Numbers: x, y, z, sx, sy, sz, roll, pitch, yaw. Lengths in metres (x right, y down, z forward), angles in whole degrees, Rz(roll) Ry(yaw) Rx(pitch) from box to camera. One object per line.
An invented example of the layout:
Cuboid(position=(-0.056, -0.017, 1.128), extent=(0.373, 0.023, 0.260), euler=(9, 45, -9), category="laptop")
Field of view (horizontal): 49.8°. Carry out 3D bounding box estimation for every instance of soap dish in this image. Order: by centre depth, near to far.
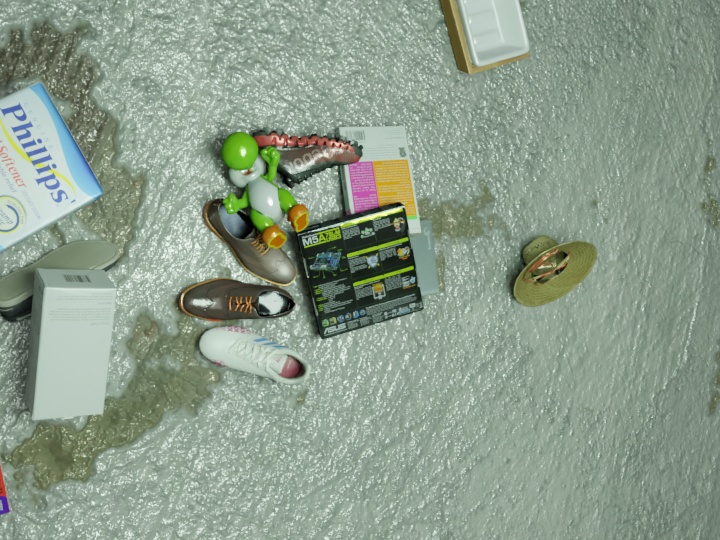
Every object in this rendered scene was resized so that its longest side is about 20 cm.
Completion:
Cuboid(position=(0.236, -0.495, 1.510), extent=(0.154, 0.081, 0.205), euler=(-21, 98, -24), category="soap dish")

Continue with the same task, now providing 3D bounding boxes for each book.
Cuboid(position=(0.031, -0.160, 1.409), extent=(0.130, 0.048, 0.206), euler=(-4, 81, -21), category="book")

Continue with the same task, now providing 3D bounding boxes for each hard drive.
Cuboid(position=(0.051, -0.013, 1.444), extent=(0.195, 0.033, 0.144), euler=(-9, 94, -26), category="hard drive")

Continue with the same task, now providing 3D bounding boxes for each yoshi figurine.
Cuboid(position=(-0.169, -0.144, 1.253), extent=(0.111, 0.112, 0.202), euler=(-18, 65, -44), category="yoshi figurine")

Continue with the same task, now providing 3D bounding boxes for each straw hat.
Cuboid(position=(0.374, -0.023, 1.569), extent=(0.196, 0.204, 0.086), euler=(-9, 50, -25), category="straw hat")

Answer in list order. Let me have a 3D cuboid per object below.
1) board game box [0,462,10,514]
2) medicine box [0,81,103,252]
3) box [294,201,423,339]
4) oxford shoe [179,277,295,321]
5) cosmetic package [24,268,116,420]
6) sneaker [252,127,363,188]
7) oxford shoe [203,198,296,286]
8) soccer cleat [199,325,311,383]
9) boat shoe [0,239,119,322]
Cuboid(position=(-0.609, 0.295, 1.087), extent=(0.195, 0.046, 0.156), euler=(-12, 116, -25), category="board game box")
Cuboid(position=(-0.511, -0.142, 1.132), extent=(0.198, 0.102, 0.185), euler=(-34, 104, -21), category="medicine box")
Cuboid(position=(0.000, 0.000, 1.356), extent=(0.195, 0.048, 0.198), euler=(-16, 105, -8), category="box")
Cuboid(position=(-0.202, 0.049, 1.298), extent=(0.195, 0.072, 0.073), euler=(-1, 91, -26), category="oxford shoe")
Cuboid(position=(-0.429, 0.108, 1.144), extent=(0.105, 0.084, 0.205), euler=(3, 107, -34), category="cosmetic package")
Cuboid(position=(-0.092, -0.191, 1.346), extent=(0.195, 0.071, 0.101), euler=(2, 94, -13), category="sneaker")
Cuboid(position=(-0.181, -0.042, 1.309), extent=(0.199, 0.072, 0.072), euler=(40, 74, -20), category="oxford shoe")
Cuboid(position=(-0.171, 0.141, 1.305), extent=(0.196, 0.086, 0.072), euler=(19, 82, -24), category="soccer cleat")
Cuboid(position=(-0.463, 0.016, 1.191), extent=(0.197, 0.073, 0.064), euler=(-28, 144, -29), category="boat shoe")
